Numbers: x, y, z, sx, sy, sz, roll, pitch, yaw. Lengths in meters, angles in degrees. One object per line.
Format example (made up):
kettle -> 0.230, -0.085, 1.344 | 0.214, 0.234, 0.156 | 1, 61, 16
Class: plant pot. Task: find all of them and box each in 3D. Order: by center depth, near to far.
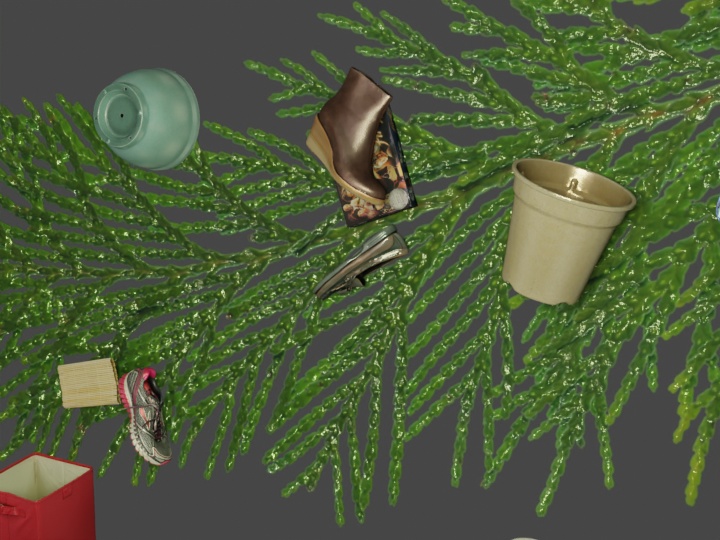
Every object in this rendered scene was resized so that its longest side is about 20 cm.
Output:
plant pot -> 0.310, -0.056, 1.461 | 0.198, 0.200, 0.186 | 24, 115, 20
plant pot -> -0.432, -0.297, 1.792 | 0.197, 0.134, 0.204 | 3, 96, 24

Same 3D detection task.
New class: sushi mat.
sushi mat -> -0.574, 0.240, 1.944 | 0.198, 0.012, 0.097 | -11, 89, 39

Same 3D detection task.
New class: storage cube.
storage cube -> -0.678, 0.514, 1.945 | 0.168, 0.200, 0.183 | 7, 104, 23

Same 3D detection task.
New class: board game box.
board game box -> 0.012, -0.192, 1.654 | 0.134, 0.035, 0.203 | -17, 87, 25

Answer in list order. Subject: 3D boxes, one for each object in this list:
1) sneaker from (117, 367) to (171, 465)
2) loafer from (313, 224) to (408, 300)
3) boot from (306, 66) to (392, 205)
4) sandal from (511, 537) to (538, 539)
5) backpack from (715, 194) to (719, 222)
sneaker -> -0.429, 0.297, 1.872 | 0.074, 0.080, 0.203 | -24, 84, 22
loafer -> 0.000, 0.000, 1.660 | 0.199, 0.072, 0.063 | -40, 85, 20
boot -> 0.005, -0.231, 1.594 | 0.200, 0.072, 0.167 | 45, 112, 19
sandal -> 0.336, 0.519, 1.559 | 0.200, 0.083, 0.050 | 17, 144, 20
backpack -> 0.589, -0.121, 1.309 | 0.133, 0.199, 0.185 | 21, 103, 21
